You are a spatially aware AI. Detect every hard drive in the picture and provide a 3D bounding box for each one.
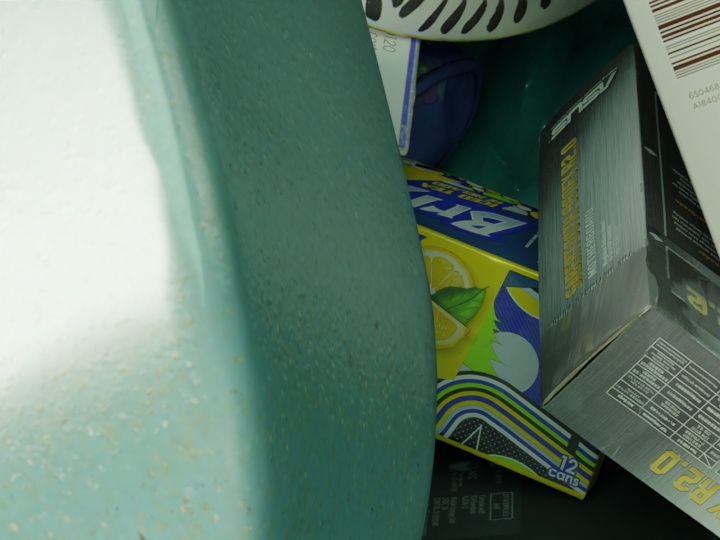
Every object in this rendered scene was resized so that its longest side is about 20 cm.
[{"bbox_3d":[0.050,0.087,0.948,0.200,0.140,0.033,-4,104,5],"label":"hard drive"}]

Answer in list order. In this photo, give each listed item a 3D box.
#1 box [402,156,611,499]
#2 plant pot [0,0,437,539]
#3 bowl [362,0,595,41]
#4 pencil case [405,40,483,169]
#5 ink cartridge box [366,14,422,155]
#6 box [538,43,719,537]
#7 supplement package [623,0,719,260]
[{"bbox_3d":[0.000,0.000,0.963,0.200,0.064,0.070,22,110,12],"label":"box"},{"bbox_3d":[-0.084,0.021,0.777,0.196,0.196,0.200,-25,74,14],"label":"plant pot"},{"bbox_3d":[0.035,-0.182,0.929,0.200,0.094,0.201,7,72,-21],"label":"bowl"},{"bbox_3d":[-0.053,-0.096,1.044,0.200,0.078,0.087,37,51,16],"label":"pencil case"},{"bbox_3d":[-0.075,-0.118,0.969,0.200,0.043,0.198,15,45,-7],"label":"ink cartridge box"},{"bbox_3d":[0.143,0.038,0.892,0.200,0.158,0.048,35,118,-18],"label":"box"},{"bbox_3d":[0.176,-0.106,0.862,0.147,0.200,0.191,-19,92,28],"label":"supplement package"}]
